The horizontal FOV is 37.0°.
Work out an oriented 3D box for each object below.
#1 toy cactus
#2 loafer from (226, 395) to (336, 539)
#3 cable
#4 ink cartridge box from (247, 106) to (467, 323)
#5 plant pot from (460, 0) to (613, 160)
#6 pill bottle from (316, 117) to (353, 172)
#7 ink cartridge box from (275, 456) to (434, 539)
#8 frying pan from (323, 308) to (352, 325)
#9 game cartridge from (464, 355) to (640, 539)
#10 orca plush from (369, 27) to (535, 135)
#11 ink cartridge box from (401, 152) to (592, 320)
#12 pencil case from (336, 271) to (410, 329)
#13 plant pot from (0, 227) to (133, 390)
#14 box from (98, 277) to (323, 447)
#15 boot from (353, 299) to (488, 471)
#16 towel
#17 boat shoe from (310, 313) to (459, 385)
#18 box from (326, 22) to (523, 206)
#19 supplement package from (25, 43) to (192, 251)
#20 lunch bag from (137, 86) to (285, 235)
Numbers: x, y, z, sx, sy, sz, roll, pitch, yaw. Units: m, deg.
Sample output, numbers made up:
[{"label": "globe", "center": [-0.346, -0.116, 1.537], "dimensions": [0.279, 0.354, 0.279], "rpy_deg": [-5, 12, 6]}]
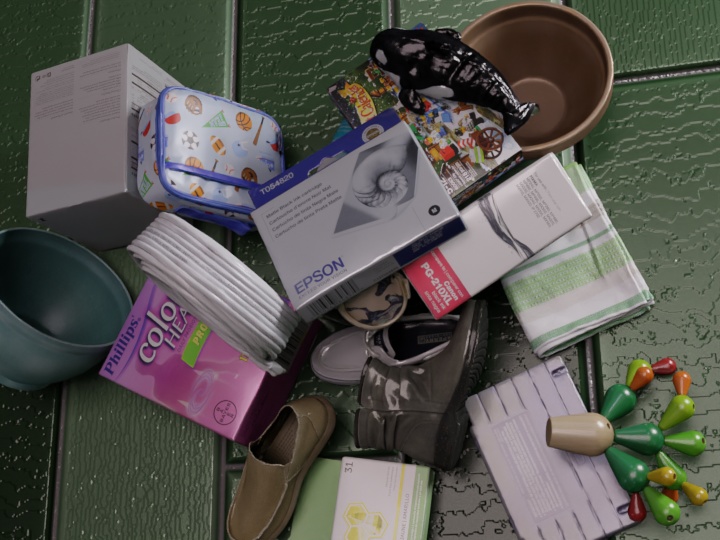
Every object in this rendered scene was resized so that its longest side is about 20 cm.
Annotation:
[{"label": "toy cactus", "center": [0.278, 0.176, 1.134], "dimensions": [0.165, 0.102, 0.200], "rpy_deg": [4, 59, -2]}, {"label": "loafer", "center": [-0.104, 0.228, 1.231], "dimensions": [0.076, 0.067, 0.200], "rpy_deg": [27, 91, 41]}, {"label": "cable", "center": [-0.156, 0.019, 1.154], "dimensions": [0.200, 0.200, 0.069], "rpy_deg": [35, 79, 20]}, {"label": "ink cartridge box", "center": [-0.015, -0.073, 1.150], "dimensions": [0.199, 0.041, 0.200], "rpy_deg": [-31, 55, 4]}, {"label": "plant pot", "center": [0.200, -0.213, 1.286], "dimensions": [0.200, 0.093, 0.201], "rpy_deg": [-5, 70, 13]}, {"label": "pill bottle", "center": [0.036, -0.176, 1.313], "dimensions": [0.111, 0.111, 0.200], "rpy_deg": [23, 80, 21]}, {"label": "ink cartridge box", "center": [-0.023, 0.284, 1.220], "dimensions": [0.200, 0.048, 0.146], "rpy_deg": [5, 75, 15]}, {"label": "frying pan", "center": [-0.067, 0.013, 1.284], "dimensions": [0.190, 0.115, 0.031], "rpy_deg": [33, 101, 23]}, {"label": "game cartridge", "center": [0.206, 0.210, 1.186], "dimensions": [0.129, 0.038, 0.200], "rpy_deg": [-27, 68, 11]}, {"label": "orca plush", "center": [0.093, -0.217, 1.176], "dimensions": [0.105, 0.071, 0.200], "rpy_deg": [-44, 72, -3]}, {"label": "ink cartridge box", "center": [0.144, -0.038, 1.187], "dimensions": [0.200, 0.145, 0.084], "rpy_deg": [-34, 90, 5]}, {"label": "pencil case", "center": [0.000, 0.000, 1.227], "dimensions": [0.089, 0.200, 0.078], "rpy_deg": [-26, 112, -2]}, {"label": "plant pot", "center": [-0.401, 0.063, 1.333], "dimensions": [0.134, 0.200, 0.200], "rpy_deg": [-50, 64, 26]}, {"label": "box", "center": [-0.178, 0.093, 1.296], "dimensions": [0.200, 0.097, 0.176], "rpy_deg": [22, 80, 21]}, {"label": "boot", "center": [0.063, 0.116, 1.193], "dimensions": [0.130, 0.068, 0.200], "rpy_deg": [15, 93, 16]}, {"label": "towel", "center": [0.231, -0.016, 1.251], "dimensions": [0.149, 0.031, 0.200], "rpy_deg": [-25, 68, 6]}, {"label": "boat shoe", "center": [0.031, 0.083, 1.257], "dimensions": [0.200, 0.065, 0.074], "rpy_deg": [-16, 70, 10]}, {"label": "box", "center": [0.072, -0.167, 1.225], "dimensions": [0.136, 0.038, 0.200], "rpy_deg": [-35, 71, 0]}, {"label": "supplement package", "center": [-0.316, -0.151, 1.373], "dimensions": [0.152, 0.151, 0.200], "rpy_deg": [-11, 70, 22]}, {"label": "lunch bag", "center": [-0.175, -0.130, 1.321], "dimensions": [0.076, 0.200, 0.161], "rpy_deg": [-26, 61, 44]}]
